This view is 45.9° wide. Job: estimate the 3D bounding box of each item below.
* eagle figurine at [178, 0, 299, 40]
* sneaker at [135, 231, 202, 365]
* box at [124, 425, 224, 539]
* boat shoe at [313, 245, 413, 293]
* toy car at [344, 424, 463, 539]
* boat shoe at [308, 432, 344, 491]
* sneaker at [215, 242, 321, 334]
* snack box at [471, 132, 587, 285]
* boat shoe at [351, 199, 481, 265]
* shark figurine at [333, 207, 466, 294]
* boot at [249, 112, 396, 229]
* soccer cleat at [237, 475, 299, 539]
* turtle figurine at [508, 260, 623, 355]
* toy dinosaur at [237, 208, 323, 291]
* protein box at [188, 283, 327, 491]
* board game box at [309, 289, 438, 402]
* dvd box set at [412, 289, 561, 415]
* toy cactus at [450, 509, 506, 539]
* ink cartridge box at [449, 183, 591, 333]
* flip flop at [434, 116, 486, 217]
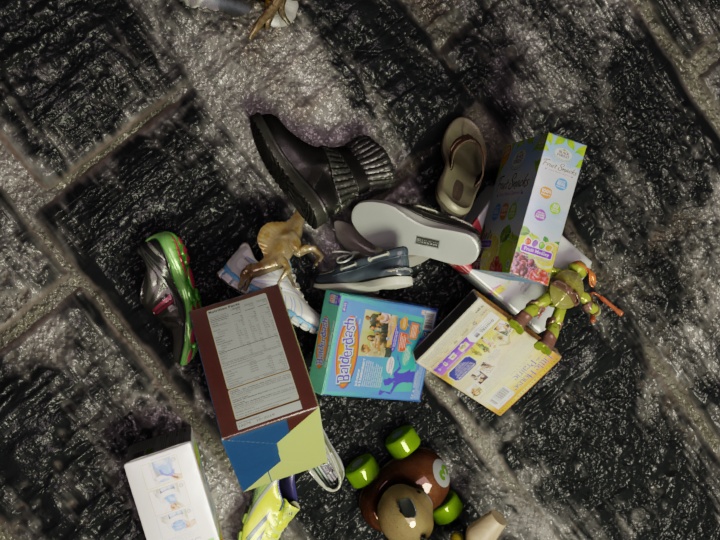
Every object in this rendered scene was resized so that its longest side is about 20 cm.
[{"bbox_3d":[-0.183,-0.448,1.255,0.199,0.152,0.151,33,43,18],"label":"eagle figurine"},{"bbox_3d":[-0.290,0.044,1.285,0.083,0.077,0.203,-12,93,8],"label":"sneaker"},{"bbox_3d":[-0.275,0.354,1.277,0.100,0.112,0.203,-16,95,-10],"label":"box"},{"bbox_3d":[0.000,0.000,1.277,0.074,0.199,0.063,4,82,-36],"label":"boat shoe"},{"bbox_3d":[0.083,0.358,1.299,0.157,0.200,0.165,-34,99,-6],"label":"toy car"},{"bbox_3d":[-0.086,0.258,1.331,0.072,0.062,0.201,-38,98,-6],"label":"boat shoe"},{"bbox_3d":[-0.117,0.027,1.309,0.199,0.075,0.087,33,82,-11],"label":"sneaker"},{"bbox_3d":[0.239,-0.087,1.232,0.067,0.169,0.203,17,88,-11],"label":"snack box"},{"bbox_3d":[0.084,-0.062,1.273,0.198,0.064,0.071,19,120,3],"label":"boat shoe"},{"bbox_3d":[0.074,-0.033,1.333,0.211,0.089,0.130,-12,97,-8],"label":"shark figurine"},{"bbox_3d":[-0.059,-0.178,1.299,0.157,0.079,0.212,-33,82,-18],"label":"boot"},{"bbox_3d":[-0.138,0.384,1.320,0.083,0.065,0.203,9,90,19],"label":"soccer cleat"},{"bbox_3d":[0.309,0.046,1.292,0.200,0.064,0.162,42,75,-12],"label":"turtle figurine"},{"bbox_3d":[-0.103,-0.041,1.275,0.101,0.058,0.201,37,64,-7],"label":"toy dinosaur"},{"bbox_3d":[-0.143,0.168,1.208,0.133,0.199,0.202,-16,58,-9],"label":"protein box"},{"bbox_3d":[0.022,0.118,1.311,0.198,0.045,0.154,11,91,-38],"label":"board game box"},{"bbox_3d":[0.201,0.133,1.341,0.199,0.030,0.147,33,111,-27],"label":"dvd box set"},{"bbox_3d":[0.166,0.443,1.318,0.102,0.199,0.166,49,113,25],"label":"toy cactus"},{"bbox_3d":[0.245,-0.019,1.364,0.199,0.083,0.146,40,85,-10],"label":"ink cartridge box"},{"bbox_3d":[0.161,-0.167,1.310,0.080,0.058,0.201,26,47,-8],"label":"flip flop"}]
